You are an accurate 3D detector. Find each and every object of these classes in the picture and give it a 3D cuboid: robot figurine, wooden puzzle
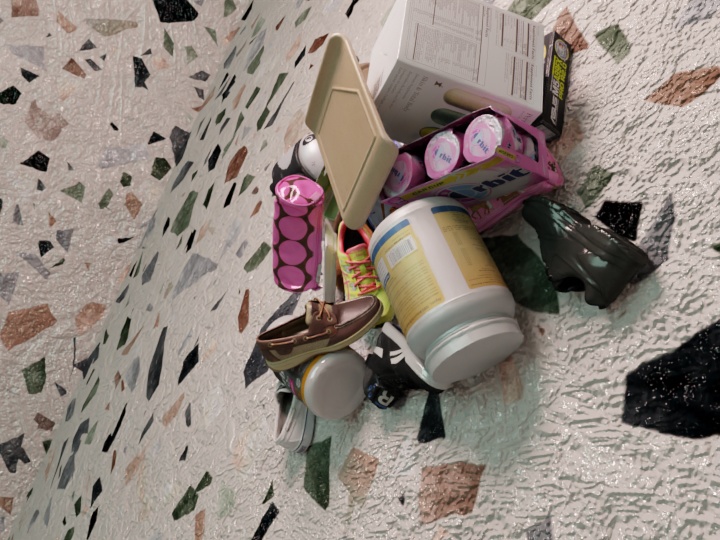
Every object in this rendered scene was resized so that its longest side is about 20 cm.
[{"bbox_3d":[-0.114,-0.216,1.474,0.200,0.124,0.151,-33,54,43],"label":"robot figurine"},{"bbox_3d":[-0.013,-0.185,0.926,0.201,0.037,0.185,67,154,23],"label":"wooden puzzle"}]

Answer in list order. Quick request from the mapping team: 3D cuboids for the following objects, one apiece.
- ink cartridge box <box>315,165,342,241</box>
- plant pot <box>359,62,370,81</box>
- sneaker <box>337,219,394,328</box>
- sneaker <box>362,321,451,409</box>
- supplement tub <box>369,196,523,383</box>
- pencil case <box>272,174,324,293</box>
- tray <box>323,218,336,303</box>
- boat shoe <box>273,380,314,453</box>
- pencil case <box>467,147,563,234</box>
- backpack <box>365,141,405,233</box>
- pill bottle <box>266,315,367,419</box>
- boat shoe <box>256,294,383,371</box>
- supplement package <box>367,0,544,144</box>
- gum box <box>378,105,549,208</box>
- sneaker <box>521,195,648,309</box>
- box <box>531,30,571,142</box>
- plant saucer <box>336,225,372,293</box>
[{"bbox_3d":[-0.041,-0.158,1.275,0.200,0.048,0.146,105,-173,-66],"label":"ink cartridge box"},{"bbox_3d":[0.066,-0.274,1.193,0.174,0.200,0.202,-2,64,39],"label":"plant pot"},{"bbox_3d":[0.000,0.000,1.105,0.078,0.090,0.201,-19,61,-4],"label":"sneaker"},{"bbox_3d":[0.061,0.157,0.959,0.113,0.073,0.200,-64,19,7],"label":"sneaker"},{"bbox_3d":[0.107,0.024,0.866,0.145,0.144,0.201,-42,57,33],"label":"supplement tub"},{"bbox_3d":[-0.103,-0.059,1.183,0.093,0.091,0.201,30,135,31],"label":"pencil case"},{"bbox_3d":[-0.054,0.021,1.199,0.108,0.022,0.201,-94,6,-61],"label":"tray"},{"bbox_3d":[-0.117,0.215,1.197,0.074,0.065,0.201,-41,36,35],"label":"boat shoe"},{"bbox_3d":[0.183,-0.100,0.949,0.200,0.083,0.087,-39,76,36],"label":"pencil case"},{"bbox_3d":[0.053,-0.142,1.061,0.153,0.200,0.191,-26,26,29],"label":"backpack"},{"bbox_3d":[-0.079,0.150,1.118,0.200,0.116,0.117,28,91,54],"label":"pill bottle"},{"bbox_3d":[-0.063,0.079,1.028,0.199,0.072,0.072,-24,31,3],"label":"boat shoe"},{"bbox_3d":[0.122,-0.260,0.925,0.152,0.198,0.152,129,153,-61],"label":"supplement package"},{"bbox_3d":[0.131,-0.132,0.868,0.199,0.113,0.067,-17,70,45],"label":"gum box"},{"bbox_3d":[0.242,-0.026,0.807,0.091,0.075,0.200,-63,26,15],"label":"sneaker"},{"bbox_3d":[0.221,-0.247,1.040,0.199,0.044,0.161,-17,54,53],"label":"box"},{"bbox_3d":[0.003,-0.054,1.249,0.200,0.037,0.201,-39,37,37],"label":"plant saucer"}]
